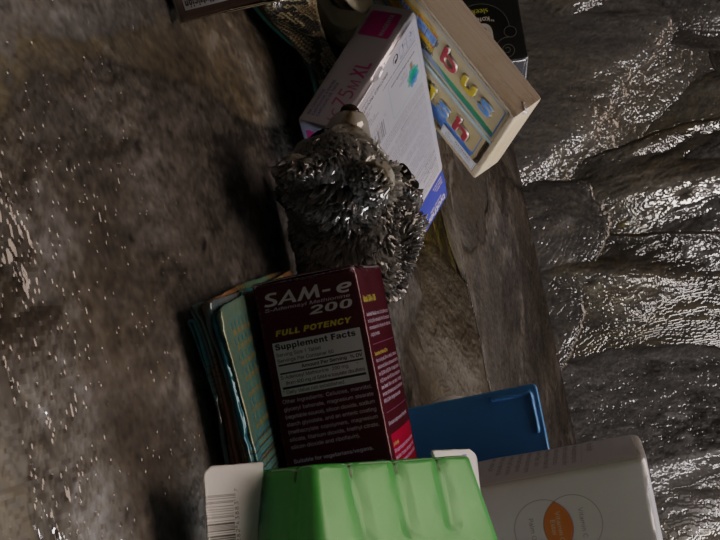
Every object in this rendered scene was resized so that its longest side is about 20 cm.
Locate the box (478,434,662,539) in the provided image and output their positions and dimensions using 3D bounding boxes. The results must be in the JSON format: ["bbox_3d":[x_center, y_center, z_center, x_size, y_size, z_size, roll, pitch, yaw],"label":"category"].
[{"bbox_3d":[0.089,0.197,0.977,0.106,0.199,0.153,-9,88,-82],"label":"box"}]

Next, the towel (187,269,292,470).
[{"bbox_3d":[-0.050,0.078,0.887,0.200,0.022,0.147,-34,113,-80],"label":"towel"}]

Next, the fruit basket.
[{"bbox_3d":[-0.002,0.187,0.750,0.185,0.094,0.201,2,87,-44],"label":"fruit basket"}]

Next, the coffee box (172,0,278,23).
[{"bbox_3d":[-0.087,-0.255,0.899,0.113,0.080,0.200,-80,156,-64],"label":"coffee box"}]

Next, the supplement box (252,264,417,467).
[{"bbox_3d":[-0.004,0.100,0.880,0.109,0.061,0.201,3,76,-82],"label":"supplement box"}]

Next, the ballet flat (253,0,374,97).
[{"bbox_3d":[-0.023,-0.174,1.148,0.200,0.075,0.068,56,22,-64],"label":"ballet flat"}]

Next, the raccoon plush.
[{"bbox_3d":[0.000,0.000,0.980,0.134,0.097,0.200,-41,117,-85],"label":"raccoon plush"}]

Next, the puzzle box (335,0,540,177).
[{"bbox_3d":[0.046,-0.170,1.155,0.200,0.025,0.133,52,-17,8],"label":"puzzle box"}]

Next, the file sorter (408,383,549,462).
[{"bbox_3d":[0.076,0.189,1.099,0.123,0.138,0.201,19,59,-81],"label":"file sorter"}]

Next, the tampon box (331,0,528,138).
[{"bbox_3d":[0.050,-0.222,1.324,0.126,0.149,0.200,83,0,-68],"label":"tampon box"}]

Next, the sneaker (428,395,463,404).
[{"bbox_3d":[0.108,0.205,1.400,0.200,0.078,0.079,57,16,-34],"label":"sneaker"}]

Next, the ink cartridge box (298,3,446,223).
[{"bbox_3d":[0.013,-0.081,1.163,0.119,0.042,0.200,-59,152,-29],"label":"ink cartridge box"}]
